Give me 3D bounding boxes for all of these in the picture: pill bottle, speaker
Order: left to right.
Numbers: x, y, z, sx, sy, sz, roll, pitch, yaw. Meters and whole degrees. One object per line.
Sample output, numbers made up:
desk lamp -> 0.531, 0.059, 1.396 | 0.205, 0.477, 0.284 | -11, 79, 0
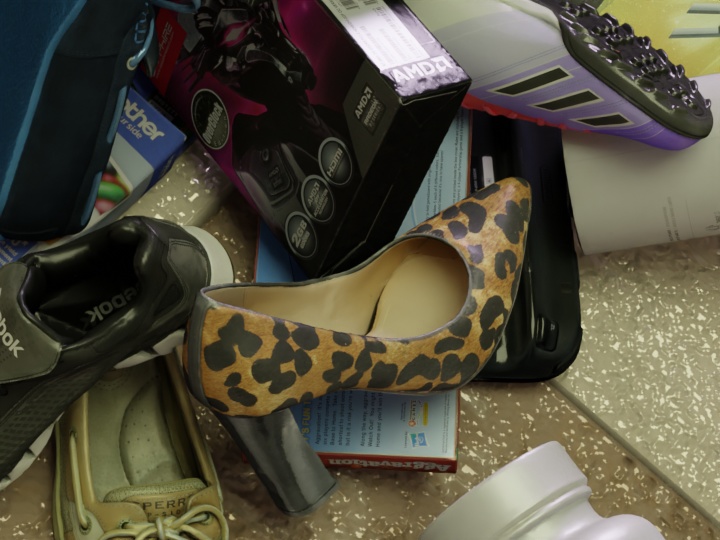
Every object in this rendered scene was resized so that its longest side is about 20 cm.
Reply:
pill bottle -> 0.113, 0.182, 1.313 | 0.112, 0.112, 0.200 | -30, 77, -29
speaker -> 0.198, -0.061, 1.422 | 0.199, 0.081, 0.081 | -9, 64, 10

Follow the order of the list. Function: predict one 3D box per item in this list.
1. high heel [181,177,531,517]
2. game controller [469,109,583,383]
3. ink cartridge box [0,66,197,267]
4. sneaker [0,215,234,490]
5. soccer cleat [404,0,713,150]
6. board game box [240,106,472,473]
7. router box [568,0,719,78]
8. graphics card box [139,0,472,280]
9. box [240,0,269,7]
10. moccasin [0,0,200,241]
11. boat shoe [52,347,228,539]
high heel -> 0.004, 0.002, 1.306 | 0.071, 0.143, 0.200 | 26, 67, 36
game controller -> 0.054, -0.038, 1.453 | 0.104, 0.042, 0.201 | -2, 64, -4
ink cartridge box -> -0.171, -0.055, 1.377 | 0.119, 0.042, 0.200 | 43, 57, 4
sneaker -> -0.151, 0.038, 1.266 | 0.200, 0.091, 0.067 | -36, 68, 3
soccer cleat -> 0.078, -0.101, 1.403 | 0.200, 0.073, 0.068 | 32, 20, 17
board game box -> 0.000, 0.000, 1.400 | 0.103, 0.019, 0.201 | 3, 64, 1
router box -> 0.203, -0.160, 1.501 | 0.157, 0.052, 0.200 | 45, 88, 6
graphics card box -> -0.041, -0.108, 1.372 | 0.051, 0.126, 0.200 | -18, 58, -40
box -> -0.049, -0.222, 1.355 | 0.160, 0.044, 0.200 | -25, 62, -38
moccasin -> -0.125, -0.108, 1.314 | 0.068, 0.200, 0.080 | 9, 25, -38
boat shoe -> -0.101, 0.084, 1.315 | 0.073, 0.063, 0.201 | -2, 65, -20
